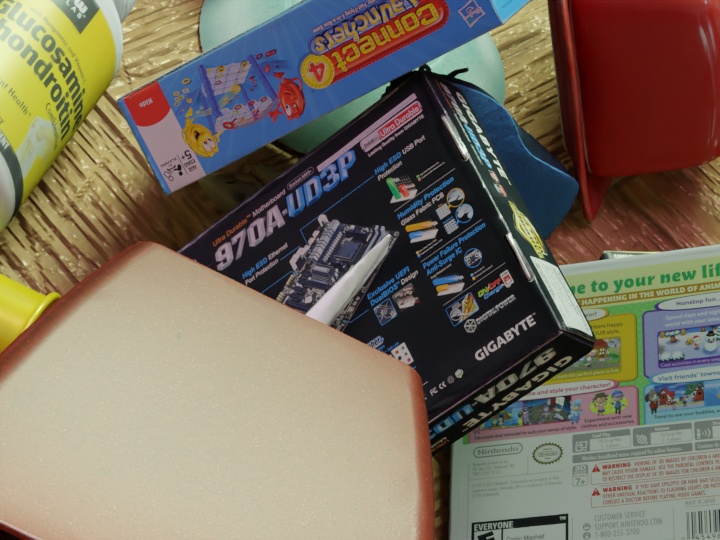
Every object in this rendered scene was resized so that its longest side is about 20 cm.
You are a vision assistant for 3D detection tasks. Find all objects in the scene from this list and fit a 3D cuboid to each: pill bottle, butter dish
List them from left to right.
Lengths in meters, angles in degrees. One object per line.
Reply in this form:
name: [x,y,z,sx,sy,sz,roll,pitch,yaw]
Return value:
pill bottle: [-0.198,-0.113,1.098,0.112,0.112,0.200,26,48,2]
butter dish: [0.201,-0.153,1.200,0.147,0.201,0.200,7,44,20]

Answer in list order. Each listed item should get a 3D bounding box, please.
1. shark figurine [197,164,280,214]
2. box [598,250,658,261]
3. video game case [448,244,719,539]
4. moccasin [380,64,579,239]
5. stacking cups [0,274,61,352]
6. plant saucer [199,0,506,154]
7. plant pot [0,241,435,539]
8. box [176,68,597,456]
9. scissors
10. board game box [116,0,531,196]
shark figurine: [0.021,0.007,1.093,0.213,0.128,0.090,16,86,31]
box: [0.167,0.089,1.089,0.050,0.075,0.201,1,50,-20]
video game case: [0.144,0.074,1.042,0.199,0.022,0.183,-8,57,17]
moccasin: [0.053,-0.064,1.137,0.068,0.200,0.081,39,91,32]
stacking cups: [-0.252,-0.007,1.024,0.199,0.061,0.061,28,48,4]
plant saucer: [0.001,-0.148,1.250,0.200,0.039,0.202,10,48,-12]
plant pot: [-0.077,0.112,0.805,0.199,0.200,0.177,26,46,-3]
box: [-0.003,0.022,1.002,0.046,0.200,0.160,22,36,-58]
scissors: [-0.053,0.053,0.934,0.073,0.014,0.201,26,71,-2]
board game box: [-0.008,-0.123,1.075,0.056,0.195,0.200,62,17,-6]
